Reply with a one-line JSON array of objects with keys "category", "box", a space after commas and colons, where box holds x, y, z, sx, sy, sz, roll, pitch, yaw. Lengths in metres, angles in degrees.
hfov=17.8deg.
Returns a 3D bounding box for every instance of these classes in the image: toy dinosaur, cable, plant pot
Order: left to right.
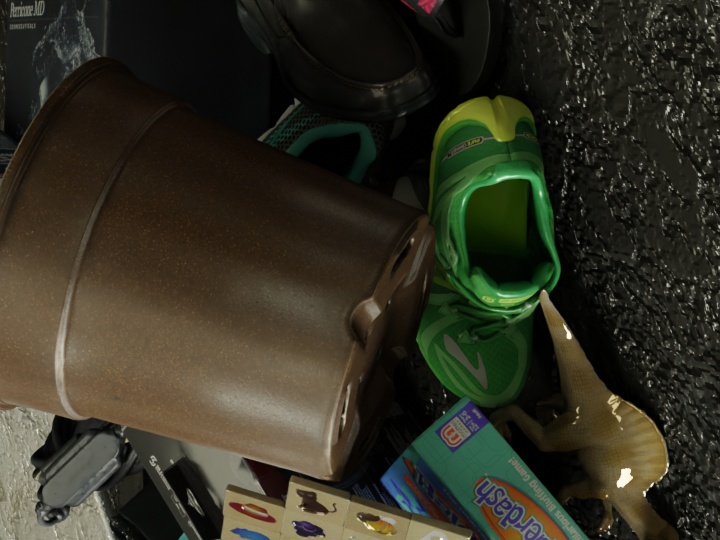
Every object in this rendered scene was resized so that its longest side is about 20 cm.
[{"category": "cable", "box": [-0.157, 0.088, 1.618, 0.051, 0.200, 0.163, 39, -159, -13]}, {"category": "plant pot", "box": [-0.076, 0.011, 1.225, 0.198, 0.200, 0.201, 19, 136, 14]}, {"category": "toy dinosaur", "box": [0.127, 0.087, 1.294, 0.101, 0.058, 0.200, -7, 114, 47]}]

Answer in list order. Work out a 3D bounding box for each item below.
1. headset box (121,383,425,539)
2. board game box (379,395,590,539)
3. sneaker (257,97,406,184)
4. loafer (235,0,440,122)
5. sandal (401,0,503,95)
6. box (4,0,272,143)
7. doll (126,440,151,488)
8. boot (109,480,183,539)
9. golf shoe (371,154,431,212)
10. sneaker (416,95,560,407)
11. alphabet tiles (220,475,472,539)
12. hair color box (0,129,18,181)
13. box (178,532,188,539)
[{"category": "headset box", "box": [-0.042, 0.127, 1.444, 0.077, 0.200, 0.149, -45, 70, 33]}, {"category": "board game box", "box": [0.082, 0.155, 1.330, 0.152, 0.045, 0.200, 50, 169, 6]}, {"category": "sneaker", "box": [-0.053, -0.038, 1.344, 0.078, 0.200, 0.091, 37, -162, -12]}, {"category": "loafer", "box": [-0.022, -0.146, 1.310, 0.200, 0.073, 0.072, 40, 152, 49]}, {"category": "sandal", "box": [0.036, -0.184, 1.223, 0.075, 0.045, 0.200, 35, 141, 45]}, {"category": "box", "box": [-0.148, -0.084, 1.484, 0.197, 0.117, 0.201, 9, 97, 63]}, {"category": "doll", "box": [-0.136, 0.200, 1.851, 0.200, 0.048, 0.137, 54, 150, 22]}, {"category": "boot", "box": [-0.108, 0.133, 1.609, 0.198, 0.162, 0.073, 33, 162, 45]}, {"category": "golf shoe", "box": [0.000, 0.000, 1.390, 0.078, 0.094, 0.200, 55, 153, 17]}, {"category": "sneaker", "box": [0.068, 0.002, 1.270, 0.084, 0.074, 0.200, -105, 11, -52]}, {"category": "alphabet tiles", "box": [0.001, 0.173, 1.284, 0.166, 0.006, 0.200, 17, 149, 4]}, {"category": "hair color box", "box": [-0.246, -0.031, 1.483, 0.200, 0.060, 0.100, 33, 119, 60]}, {"category": "box", "box": [-0.028, 0.210, 1.484, 0.049, 0.200, 0.082, -51, 50, 30]}]
